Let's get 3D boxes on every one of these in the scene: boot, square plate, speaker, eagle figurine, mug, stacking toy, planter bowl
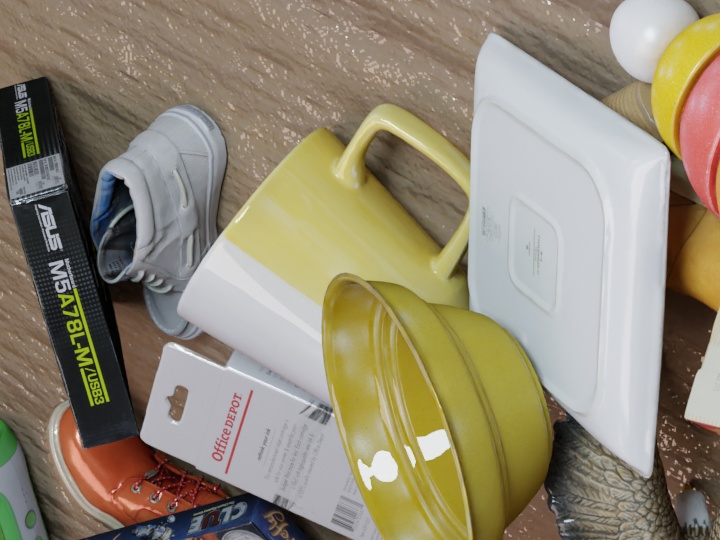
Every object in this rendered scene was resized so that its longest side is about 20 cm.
[{"bbox_3d":[-0.145,-0.015,1.761,0.074,0.096,0.200,30,137,27],"label":"boot"},{"bbox_3d":[-0.147,0.165,1.935,0.200,0.075,0.107,49,140,-9],"label":"boot"},{"bbox_3d":[0.108,-0.010,1.458,0.198,0.028,0.200,41,137,54],"label":"square plate"},{"bbox_3d":[-0.297,0.219,2.117,0.088,0.088,0.200,14,128,39],"label":"speaker"},{"bbox_3d":[0.196,0.162,1.527,0.151,0.152,0.200,45,152,45],"label":"eagle figurine"},{"bbox_3d":[-0.006,0.008,1.601,0.153,0.149,0.187,39,153,5],"label":"mug"},{"bbox_3d":[0.200,-0.089,1.341,0.200,0.146,0.146,45,145,36],"label":"stacking toy"},{"bbox_3d":[0.179,-0.008,1.461,0.201,0.071,0.144,56,148,6],"label":"boot"},{"bbox_3d":[0.054,0.086,1.490,0.200,0.083,0.201,163,90,-72],"label":"planter bowl"}]

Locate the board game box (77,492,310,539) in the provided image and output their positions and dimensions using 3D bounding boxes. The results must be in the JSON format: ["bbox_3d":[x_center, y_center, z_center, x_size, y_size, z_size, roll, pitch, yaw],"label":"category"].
[{"bbox_3d":[-0.113,0.234,1.897,0.200,0.035,0.136,-19,126,34],"label":"board game box"}]

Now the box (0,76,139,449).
[{"bbox_3d":[-0.203,-0.008,1.779,0.200,0.047,0.193,-112,6,-63],"label":"box"}]

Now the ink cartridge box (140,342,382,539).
[{"bbox_3d":[-0.036,0.099,1.715,0.200,0.067,0.116,24,138,4],"label":"ink cartridge box"}]

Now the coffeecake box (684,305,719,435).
[{"bbox_3d":[0.285,0.082,1.318,0.153,0.073,0.200,13,171,40],"label":"coffeecake box"}]
